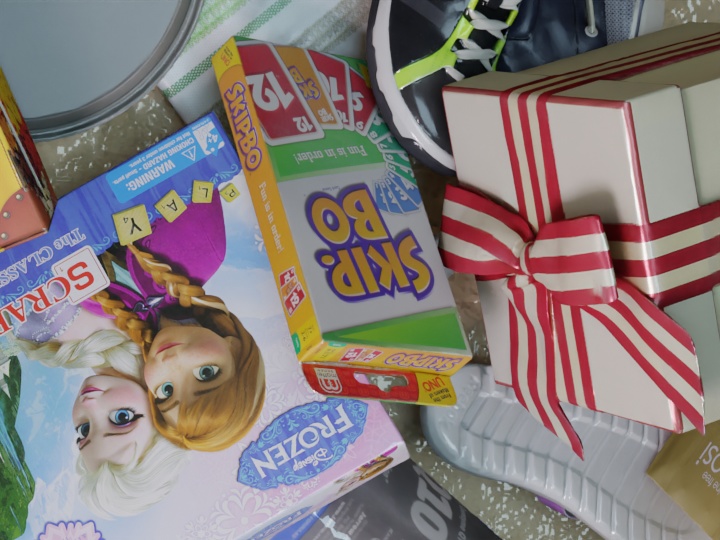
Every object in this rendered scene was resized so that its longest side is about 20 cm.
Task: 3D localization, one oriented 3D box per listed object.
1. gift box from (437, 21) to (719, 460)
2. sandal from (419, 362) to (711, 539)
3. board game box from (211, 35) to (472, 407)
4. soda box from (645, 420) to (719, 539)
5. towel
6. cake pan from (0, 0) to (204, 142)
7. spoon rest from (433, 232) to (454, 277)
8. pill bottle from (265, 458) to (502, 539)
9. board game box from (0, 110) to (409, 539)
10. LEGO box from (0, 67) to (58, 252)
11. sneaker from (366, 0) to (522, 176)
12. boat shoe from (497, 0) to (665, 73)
[{"bbox_3d":[0.156,-0.012,1.179,0.186,0.184,0.201,-16,99,-27],"label":"gift box"},{"bbox_3d":[0.118,0.104,1.329,0.202,0.050,0.083,28,69,-20],"label":"sandal"},{"bbox_3d":[-0.008,-0.025,1.186,0.095,0.030,0.201,7,56,-37],"label":"board game box"},{"bbox_3d":[0.223,0.129,1.238,0.068,0.200,0.064,31,96,-21],"label":"soda box"},{"bbox_3d":[-0.053,-0.143,1.259,0.149,0.031,0.200,-38,108,-10],"label":"towel"},{"bbox_3d":[-0.172,-0.162,1.185,0.199,0.037,0.201,-1,100,-9],"label":"cake pan"},{"bbox_3d":[0.000,0.000,1.261,0.200,0.061,0.100,-40,143,-14],"label":"spoon rest"},{"bbox_3d":[0.015,0.164,1.261,0.200,0.114,0.114,42,80,-18],"label":"pill bottle"},{"bbox_3d":[-0.109,0.055,1.179,0.199,0.041,0.200,-30,75,-4],"label":"board game box"},{"bbox_3d":[-0.265,-0.054,1.133,0.199,0.077,0.150,-22,102,0],"label":"LEGO box"},{"bbox_3d":[0.055,-0.151,1.234,0.072,0.083,0.201,13,72,-46],"label":"sneaker"},{"bbox_3d":[0.101,-0.072,1.295,0.092,0.075,0.201,11,84,-22],"label":"boat shoe"}]
